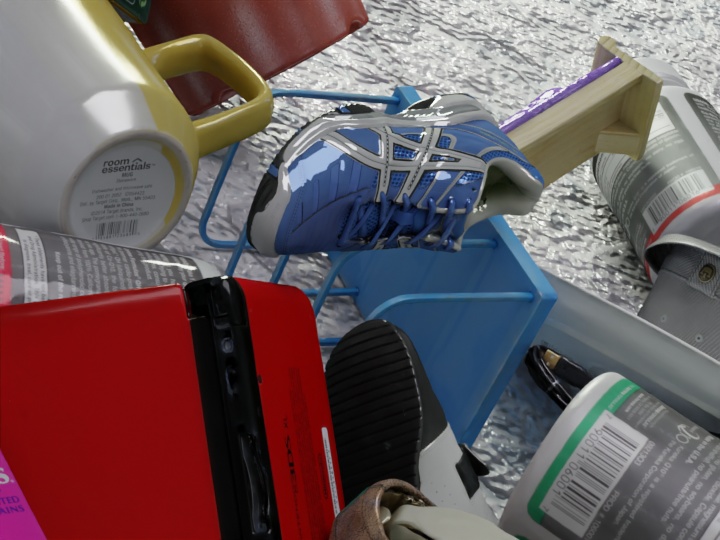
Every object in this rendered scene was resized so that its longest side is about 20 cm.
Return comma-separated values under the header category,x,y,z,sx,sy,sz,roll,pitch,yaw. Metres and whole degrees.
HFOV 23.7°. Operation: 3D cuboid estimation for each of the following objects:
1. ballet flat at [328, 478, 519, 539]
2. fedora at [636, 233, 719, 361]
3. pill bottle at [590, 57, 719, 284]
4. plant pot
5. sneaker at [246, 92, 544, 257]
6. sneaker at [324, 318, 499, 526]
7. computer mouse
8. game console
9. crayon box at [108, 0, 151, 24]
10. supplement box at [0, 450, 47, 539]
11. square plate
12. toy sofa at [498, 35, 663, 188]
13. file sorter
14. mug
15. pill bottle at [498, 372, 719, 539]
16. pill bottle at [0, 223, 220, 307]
category,x,y,z,sx,sy,sz,roll,pitch,yaw
ballet flat,0.077,0.164,0.826,0.199,0.067,0.068,27,36,3
fedora,0.260,0.059,1.174,0.200,0.090,0.177,31,-7,39
pill bottle,0.251,-0.074,1.368,0.113,0.114,0.200,11,36,-26
plant pot,-0.102,-0.227,1.202,0.196,0.200,0.201,63,33,-9
sneaker,0.022,-0.047,0.945,0.199,0.076,0.077,-22,51,-39
sneaker,0.034,0.126,0.930,0.088,0.074,0.201,4,71,-55
computer mouse,0.185,0.094,1.010,0.199,0.034,0.059,30,32,-12
game console,-0.089,0.111,0.839,0.172,0.118,0.201,11,70,-71
crayon box,-0.246,-0.208,1.092,0.199,0.052,0.126,7,-9,21
supplement box,-0.204,0.133,0.740,0.101,0.104,0.200,-4,43,-40
square plate,0.177,0.066,1.100,0.197,0.029,0.200,29,-9,7
toy sofa,0.122,-0.098,1.266,0.200,0.083,0.098,-32,57,-31
file sorter,0.000,0.000,1.052,0.122,0.139,0.200,-1,43,-33
mug,-0.156,-0.090,0.986,0.153,0.187,0.150,42,-8,42
pill bottle,0.180,0.151,0.886,0.200,0.113,0.113,34,32,17
pill bottle,-0.133,0.041,0.912,0.199,0.111,0.111,10,37,-27
